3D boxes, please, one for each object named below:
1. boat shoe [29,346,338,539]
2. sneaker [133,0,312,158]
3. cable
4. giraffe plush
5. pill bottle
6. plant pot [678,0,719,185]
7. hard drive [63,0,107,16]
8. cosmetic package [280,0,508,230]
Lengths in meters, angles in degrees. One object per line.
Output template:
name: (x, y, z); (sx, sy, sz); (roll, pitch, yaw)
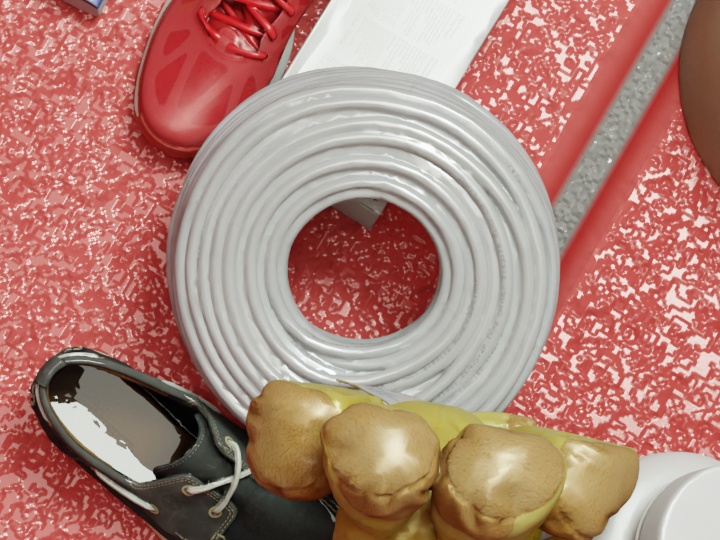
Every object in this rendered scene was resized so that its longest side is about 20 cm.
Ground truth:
boat shoe: (-0.080, 0.106, 1.385); (0.200, 0.068, 0.072); (34, 76, 1)
sneaker: (-0.053, -0.156, 1.412); (0.078, 0.116, 0.201); (29, 78, 2)
cable: (0.000, 0.000, 1.371); (0.199, 0.069, 0.201); (27, 100, -2)
giraffe plush: (0.018, 0.142, 1.252); (0.172, 0.200, 0.163); (10, 91, -14)
pill bottle: (0.136, 0.147, 1.313); (0.111, 0.200, 0.112); (4, 77, -18)
plant pot: (0.268, -0.120, 1.383); (0.186, 0.200, 0.188); (1, 79, -3)
hard drive: (-0.152, -0.253, 1.470); (0.131, 0.025, 0.201); (27, 78, 2)
cosmetic package: (0.024, -0.128, 1.444); (0.082, 0.051, 0.201); (31, 79, 2)
